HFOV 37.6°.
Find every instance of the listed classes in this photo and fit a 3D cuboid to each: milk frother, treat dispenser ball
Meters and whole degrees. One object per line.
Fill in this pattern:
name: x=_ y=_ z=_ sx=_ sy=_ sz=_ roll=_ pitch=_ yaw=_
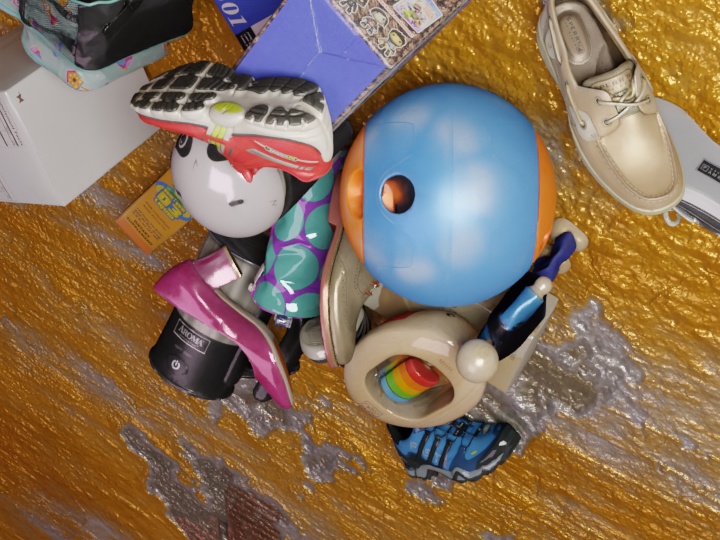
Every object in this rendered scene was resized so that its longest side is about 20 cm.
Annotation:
milk frother: x=-0.138 y=0.051 z=1.326 sx=0.179 sy=0.200 sz=0.190 roll=29 pitch=108 yaw=-2
treat dispenser ball: x=0.080 y=-0.068 z=0.969 sx=0.199 sy=0.201 sz=0.203 roll=22 pitch=137 yaw=23

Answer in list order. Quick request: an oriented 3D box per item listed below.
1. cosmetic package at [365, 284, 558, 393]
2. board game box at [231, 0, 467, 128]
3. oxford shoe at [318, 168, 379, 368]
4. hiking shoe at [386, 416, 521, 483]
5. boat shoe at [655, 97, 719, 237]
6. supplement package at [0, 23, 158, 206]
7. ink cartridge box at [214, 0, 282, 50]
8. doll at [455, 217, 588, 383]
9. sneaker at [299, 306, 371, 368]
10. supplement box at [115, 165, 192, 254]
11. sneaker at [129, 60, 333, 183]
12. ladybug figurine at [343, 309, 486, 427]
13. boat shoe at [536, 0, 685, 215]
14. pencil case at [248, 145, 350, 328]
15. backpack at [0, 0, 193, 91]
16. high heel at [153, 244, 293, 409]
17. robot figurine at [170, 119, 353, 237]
cosmetic package: x=0.101 y=0.031 z=1.140 sx=0.198 sy=0.071 sz=0.106 roll=31 pitch=139 yaw=15
board game box: x=0.004 y=-0.212 z=0.904 sx=0.097 sy=0.200 sz=0.159 roll=47 pitch=140 yaw=-5
oxford shoe: x=0.000 y=0.000 z=1.072 sx=0.074 sy=0.070 sz=0.204 roll=6 pitch=89 yaw=6
hiking shoe: x=0.105 y=0.207 z=1.291 sx=0.199 sy=0.075 sz=0.087 roll=-20 pitch=112 yaw=47
boat shoe: x=0.283 y=-0.076 z=0.895 sx=0.198 sy=0.074 sz=0.068 roll=33 pitch=160 yaw=22
supplement package: x=-0.379 y=-0.191 z=1.252 sx=0.198 sy=0.191 sz=0.149 roll=6 pitch=130 yaw=37
ink cartridge box: x=-0.083 y=-0.252 z=1.065 sx=0.093 sy=0.044 sz=0.201 roll=-14 pitch=114 yaw=44
doll: x=0.149 y=0.038 z=1.005 sx=0.048 sy=0.200 sz=0.137 roll=35 pitch=140 yaw=8
sneaker: x=-0.017 y=0.081 z=1.200 sx=0.074 sy=0.200 sz=0.086 roll=-18 pitch=102 yaw=11
supplement box: x=-0.227 y=-0.093 z=1.311 sx=0.067 sy=0.069 sz=0.199 roll=47 pitch=139 yaw=-10
sneaker: x=-0.109 y=-0.114 z=0.873 sx=0.198 sy=0.077 sz=0.086 roll=17 pitch=139 yaw=30
ladybug figurine: x=0.059 y=0.100 z=1.116 sx=0.135 sy=0.072 sz=0.199 roll=40 pitch=140 yaw=-14
boat shoe: x=0.200 y=-0.139 z=0.851 sx=0.065 sy=0.071 sz=0.202 roll=57 pitch=-171 yaw=-77
pencil case: x=-0.066 y=-0.047 z=1.148 sx=0.091 sy=0.085 sz=0.203 roll=6 pitch=107 yaw=-13
backpack: x=-0.286 y=-0.296 z=1.095 sx=0.200 sy=0.175 sz=0.154 roll=41 pitch=139 yaw=12
high heel: x=-0.150 y=0.078 z=1.191 sx=0.202 sy=0.095 sz=0.067 roll=64 pitch=180 yaw=-10
robot figurine: x=-0.092 y=-0.120 z=0.998 sx=0.125 sy=0.200 sz=0.150 roll=42 pitch=140 yaw=-2
